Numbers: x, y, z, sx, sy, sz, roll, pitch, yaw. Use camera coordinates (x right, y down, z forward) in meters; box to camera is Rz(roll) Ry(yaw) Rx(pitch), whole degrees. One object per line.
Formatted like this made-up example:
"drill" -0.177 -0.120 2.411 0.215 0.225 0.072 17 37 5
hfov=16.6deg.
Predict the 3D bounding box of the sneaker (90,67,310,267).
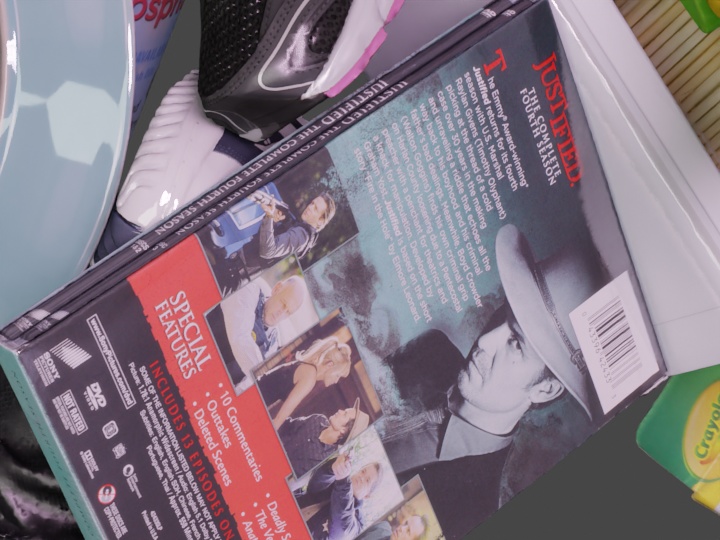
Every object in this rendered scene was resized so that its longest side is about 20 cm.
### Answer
"sneaker" 0.000 0.000 0.787 0.129 0.199 0.080 25 88 12

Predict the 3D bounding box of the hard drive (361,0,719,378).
"hard drive" 0.053 -0.054 0.809 0.200 0.026 0.132 57 155 -5

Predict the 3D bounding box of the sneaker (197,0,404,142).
"sneaker" -0.038 -0.132 0.732 0.086 0.201 0.080 21 143 -28

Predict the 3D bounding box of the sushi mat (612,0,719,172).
"sushi mat" 0.151 -0.089 0.739 0.096 0.012 0.200 49 132 3

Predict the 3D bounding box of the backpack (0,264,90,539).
"backpack" -0.040 0.100 0.838 0.200 0.183 0.135 37 101 7

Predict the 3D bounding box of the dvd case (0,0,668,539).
"dvd case" 0.000 0.026 0.734 0.022 0.200 0.146 22 141 52

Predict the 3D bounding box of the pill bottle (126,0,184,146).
"pill bottle" -0.109 -0.113 0.836 0.109 0.109 0.200 27 112 7

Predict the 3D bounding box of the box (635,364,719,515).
"box" 0.204 0.065 0.831 0.200 0.048 0.118 32 112 3

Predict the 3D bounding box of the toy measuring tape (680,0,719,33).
"toy measuring tape" 0.073 -0.150 0.741 0.074 0.073 0.200 -45 54 23

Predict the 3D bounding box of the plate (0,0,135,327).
"plate" -0.148 -0.065 0.783 0.200 0.026 0.201 1 92 42
